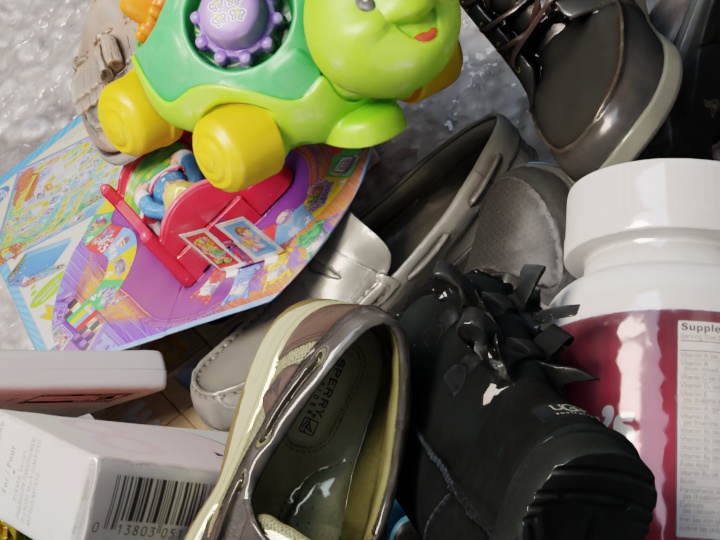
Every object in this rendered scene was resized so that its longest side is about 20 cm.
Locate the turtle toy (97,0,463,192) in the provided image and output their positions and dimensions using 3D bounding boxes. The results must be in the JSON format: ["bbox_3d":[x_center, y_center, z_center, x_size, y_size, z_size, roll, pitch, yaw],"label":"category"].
[{"bbox_3d":[-0.028,-0.109,1.113,0.146,0.101,0.200,-29,31,-31],"label":"turtle toy"}]

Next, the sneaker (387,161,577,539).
[{"bbox_3d":[0.055,0.042,1.075,0.073,0.082,0.200,-14,62,52],"label":"sneaker"}]

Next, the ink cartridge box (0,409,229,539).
[{"bbox_3d":[-0.112,0.075,1.051,0.200,0.162,0.057,27,102,44],"label":"ink cartridge box"}]

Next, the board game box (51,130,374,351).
[{"bbox_3d":[-0.082,-0.039,1.185,0.200,0.039,0.158,-18,40,36],"label":"board game box"}]

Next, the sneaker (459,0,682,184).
[{"bbox_3d":[0.074,-0.111,1.097,0.075,0.106,0.200,-50,21,22],"label":"sneaker"}]

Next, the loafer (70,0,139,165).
[{"bbox_3d":[-0.122,-0.123,1.267,0.072,0.063,0.200,-33,24,18],"label":"loafer"}]

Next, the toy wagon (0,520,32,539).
[{"bbox_3d":[-0.170,0.157,1.107,0.040,0.200,0.155,34,59,-1],"label":"toy wagon"}]

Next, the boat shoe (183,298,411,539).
[{"bbox_3d":[-0.027,0.106,0.938,0.066,0.072,0.201,162,125,-71],"label":"boat shoe"}]

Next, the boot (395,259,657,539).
[{"bbox_3d":[0.039,0.105,0.959,0.199,0.073,0.163,-69,25,18],"label":"boot"}]

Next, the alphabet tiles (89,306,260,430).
[{"bbox_3d":[-0.057,0.072,1.166,0.166,0.006,0.200,-38,36,-9],"label":"alphabet tiles"}]

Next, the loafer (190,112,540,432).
[{"bbox_3d":[0.000,0.000,1.146,0.200,0.070,0.070,-38,36,-12],"label":"loafer"}]

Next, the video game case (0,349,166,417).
[{"bbox_3d":[-0.223,0.064,1.160,0.182,0.200,0.022,-20,74,47],"label":"video game case"}]

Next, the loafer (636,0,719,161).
[{"bbox_3d":[0.139,-0.086,1.141,0.072,0.073,0.200,6,64,40],"label":"loafer"}]

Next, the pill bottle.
[{"bbox_3d":[0.126,0.063,1.005,0.109,0.110,0.200,-8,68,28],"label":"pill bottle"}]

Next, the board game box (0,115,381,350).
[{"bbox_3d":[-0.101,-0.046,1.289,0.200,0.034,0.135,-37,48,7],"label":"board game box"}]
